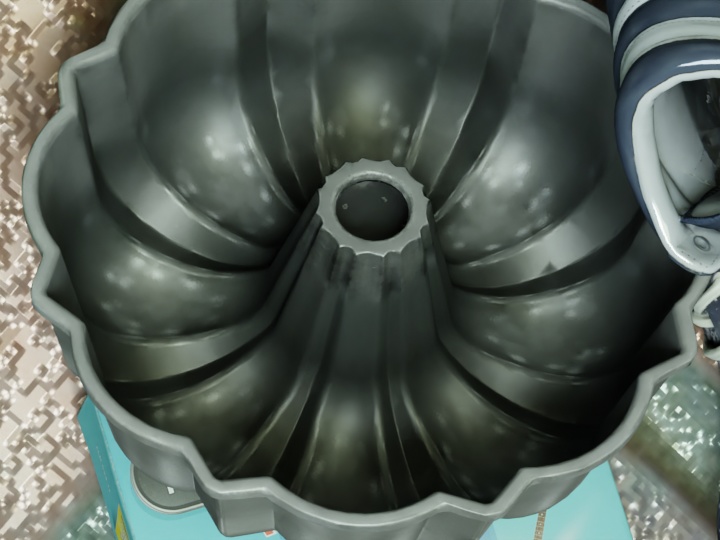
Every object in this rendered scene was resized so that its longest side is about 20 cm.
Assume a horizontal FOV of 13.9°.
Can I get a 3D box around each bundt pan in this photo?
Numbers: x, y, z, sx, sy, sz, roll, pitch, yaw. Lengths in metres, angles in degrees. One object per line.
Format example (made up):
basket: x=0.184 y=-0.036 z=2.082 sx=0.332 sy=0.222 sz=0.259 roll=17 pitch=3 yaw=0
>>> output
bundt pan: x=0.000 y=0.000 z=0.871 sx=0.201 sy=0.076 sz=0.202 roll=3 pitch=60 yaw=-5

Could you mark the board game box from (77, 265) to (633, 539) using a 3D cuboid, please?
board game box: x=0.013 y=0.115 z=0.908 sx=0.151 sy=0.047 sz=0.200 roll=-15 pitch=80 yaw=-13

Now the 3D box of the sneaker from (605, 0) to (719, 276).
sneaker: x=0.143 y=-0.031 z=0.848 sx=0.200 sy=0.109 sz=0.070 roll=33 pitch=127 yaw=-26

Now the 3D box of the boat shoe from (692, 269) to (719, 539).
boat shoe: x=0.121 y=0.000 z=0.953 sx=0.093 sy=0.075 sz=0.201 roll=13 pitch=87 yaw=-11
